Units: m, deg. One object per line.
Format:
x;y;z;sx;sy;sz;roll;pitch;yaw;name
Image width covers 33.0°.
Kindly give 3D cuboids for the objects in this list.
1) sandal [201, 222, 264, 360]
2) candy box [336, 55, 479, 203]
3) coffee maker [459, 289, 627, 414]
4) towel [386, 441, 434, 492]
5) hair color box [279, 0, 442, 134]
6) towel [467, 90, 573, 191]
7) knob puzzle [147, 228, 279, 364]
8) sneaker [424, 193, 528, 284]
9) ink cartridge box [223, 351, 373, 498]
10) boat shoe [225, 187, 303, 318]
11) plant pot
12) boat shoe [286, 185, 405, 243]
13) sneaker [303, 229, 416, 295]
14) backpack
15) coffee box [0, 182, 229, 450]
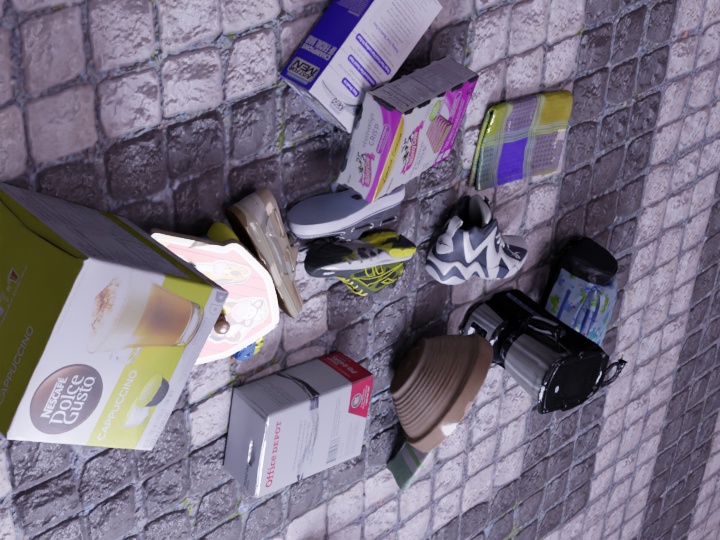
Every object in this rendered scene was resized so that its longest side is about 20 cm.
-0.178;0.036;1.508;0.087;0.079;0.200;-30;129;-19;sandal
0.064;-0.184;1.562;0.200;0.061;0.136;-33;150;-49;candy box
0.289;0.132;1.976;0.192;0.200;0.135;19;105;-48;coffee maker
0.111;0.250;1.940;0.200;0.023;0.153;-56;-173;-1;towel
0.002;-0.281;1.482;0.200;0.065;0.109;-55;143;-4;hair color box
0.248;-0.198;1.844;0.200;0.023;0.144;-14;127;-42;towel
-0.185;0.048;1.447;0.219;0.030;0.220;-10;130;-13;knob puzzle
0.193;-0.058;1.835;0.199;0.079;0.130;-7;130;-34;sneaker
-0.088;0.216;1.720;0.200;0.083;0.145;-16;127;-40;ink cartridge box
-0.106;-0.020;1.545;0.065;0.072;0.200;-39;134;-18;boat shoe
0.109;0.170;1.863;0.093;0.201;0.201;32;91;-9;plant pot
-0.019;-0.068;1.614;0.200;0.070;0.066;-26;132;-44;boat shoe
0.000;0.000;1.670;0.200;0.074;0.085;-8;122;-45;sneaker
0.367;0.064;2.077;0.200;0.154;0.163;-57;170;21;backpack
-0.303;0.050;1.270;0.198;0.200;0.200;16;103;-51;coffee box
